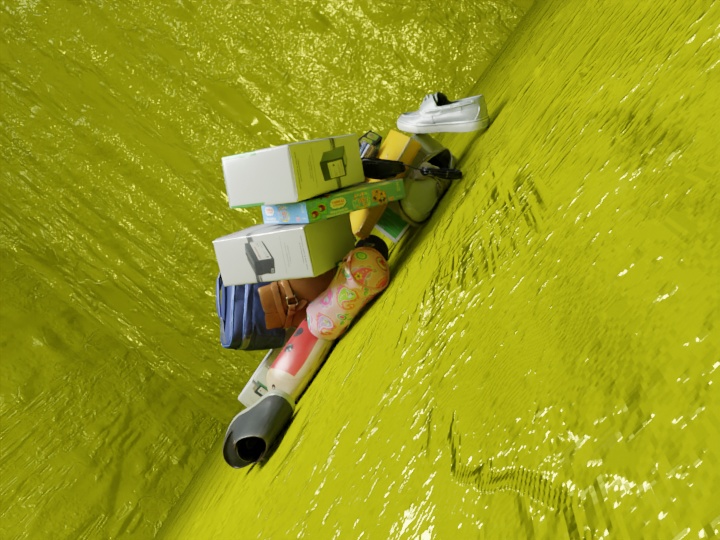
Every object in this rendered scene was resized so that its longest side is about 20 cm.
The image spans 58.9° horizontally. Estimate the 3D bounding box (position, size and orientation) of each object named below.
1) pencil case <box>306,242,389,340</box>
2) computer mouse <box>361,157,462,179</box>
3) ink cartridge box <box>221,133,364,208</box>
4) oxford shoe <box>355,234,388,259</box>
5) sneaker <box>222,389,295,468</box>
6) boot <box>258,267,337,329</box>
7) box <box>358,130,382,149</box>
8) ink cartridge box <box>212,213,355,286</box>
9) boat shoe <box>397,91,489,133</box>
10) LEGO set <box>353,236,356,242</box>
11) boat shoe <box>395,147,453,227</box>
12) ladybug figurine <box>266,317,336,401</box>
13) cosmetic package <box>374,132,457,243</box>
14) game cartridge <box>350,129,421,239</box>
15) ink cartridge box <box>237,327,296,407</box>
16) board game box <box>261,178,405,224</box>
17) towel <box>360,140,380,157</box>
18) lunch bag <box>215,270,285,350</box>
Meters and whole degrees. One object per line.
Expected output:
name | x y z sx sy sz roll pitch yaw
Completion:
pencil case | -0.025 0.040 1.073 0.088 0.087 0.201 -56 3 -40
computer mouse | 0.079 -0.164 1.075 0.058 0.196 0.035 -14 -67 -54
ink cartridge box | -0.104 -0.163 1.038 0.143 0.087 0.199 -3 13 32
oxford shoe | 0.000 0.000 1.271 0.072 0.070 0.201 -57 2 42
sneaker | -0.189 0.281 1.033 0.201 0.074 0.107 -51 2 33
boot | -0.119 0.020 1.214 0.077 0.150 0.205 -105 11 -59
box | -0.027 -0.196 1.301 0.200 0.034 0.112 -46 -20 -43
ink cartridge box | -0.127 -0.038 1.085 0.195 0.086 0.144 -6 12 31
boat shoe | 0.154 -0.305 1.214 0.197 0.073 0.070 8 27 37
LEGO set | -0.036 -0.015 1.322 0.199 0.114 0.157 -32 -38 -49
boat shoe | 0.116 -0.156 1.123 0.068 0.074 0.202 -44 15 39
ladybug figurine | -0.108 0.157 1.168 0.202 0.071 0.136 -56 4 -32
cosmetic package | 0.096 -0.173 1.301 0.201 0.107 0.085 -53 3 31
game cartridge | 0.037 -0.166 1.214 0.203 0.032 0.177 -61 15 11
ink cartridge box | -0.180 0.221 1.428 0.201 0.084 0.147 -50 6 48
board game box | -0.046 -0.115 1.065 0.196 0.038 0.150 -17 12 -35
towel | 0.008 -0.187 1.338 0.147 0.024 0.199 -61 -17 8
lunch bag | -0.231 0.061 1.312 0.135 0.129 0.206 161 110 -64
